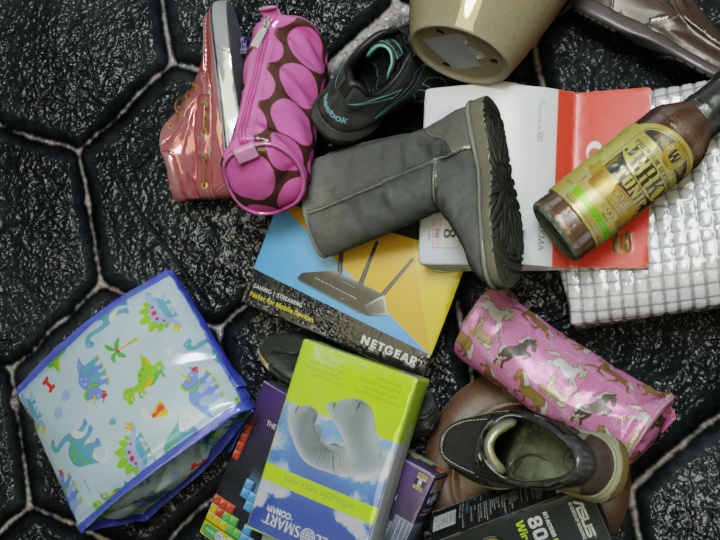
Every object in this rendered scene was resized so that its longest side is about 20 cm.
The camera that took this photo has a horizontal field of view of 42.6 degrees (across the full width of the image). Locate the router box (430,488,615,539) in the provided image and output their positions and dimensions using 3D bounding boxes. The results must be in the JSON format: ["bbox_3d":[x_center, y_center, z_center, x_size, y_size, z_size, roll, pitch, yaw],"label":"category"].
[{"bbox_3d":[0.167,0.288,0.823,0.148,0.062,0.202,-23,99,11],"label":"router box"}]

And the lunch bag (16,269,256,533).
[{"bbox_3d":[-0.211,0.125,0.906,0.200,0.127,0.171,-42,69,17],"label":"lunch bag"}]

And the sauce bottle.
[{"bbox_3d":[0.235,-0.092,0.760,0.199,0.065,0.065,-40,80,2],"label":"sauce bottle"}]

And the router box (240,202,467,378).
[{"bbox_3d":[0.000,0.000,0.910,0.197,0.051,0.151,21,89,12],"label":"router box"}]

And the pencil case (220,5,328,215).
[{"bbox_3d":[-0.082,-0.154,0.873,0.089,0.094,0.202,-6,51,11],"label":"pencil case"}]

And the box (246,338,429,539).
[{"bbox_3d":[-0.024,0.177,0.837,0.120,0.048,0.203,16,88,22],"label":"box"}]

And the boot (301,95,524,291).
[{"bbox_3d":[0.038,-0.047,0.805,0.197,0.072,0.185,-17,61,27],"label":"boot"}]

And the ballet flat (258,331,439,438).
[{"bbox_3d":[-0.016,0.116,0.909,0.197,0.057,0.067,22,50,18],"label":"ballet flat"}]

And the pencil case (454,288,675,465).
[{"bbox_3d":[0.180,0.094,0.829,0.199,0.083,0.087,36,78,26],"label":"pencil case"}]

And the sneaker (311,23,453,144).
[{"bbox_3d":[0.040,-0.191,0.862,0.075,0.079,0.200,43,61,6],"label":"sneaker"}]

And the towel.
[{"bbox_3d":[0.256,-0.057,0.840,0.163,0.085,0.204,-10,80,20],"label":"towel"}]

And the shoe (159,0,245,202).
[{"bbox_3d":[-0.162,-0.171,0.947,0.089,0.071,0.204,-7,89,9],"label":"shoe"}]

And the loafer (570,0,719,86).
[{"bbox_3d":[0.292,-0.220,0.845,0.198,0.073,0.072,32,94,12],"label":"loafer"}]

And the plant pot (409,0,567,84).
[{"bbox_3d":[0.117,-0.275,0.809,0.185,0.188,0.203,18,78,13],"label":"plant pot"}]

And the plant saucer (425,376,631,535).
[{"bbox_3d":[0.156,0.195,0.874,0.197,0.037,0.204,-1,86,12],"label":"plant saucer"}]

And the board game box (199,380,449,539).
[{"bbox_3d":[-0.037,0.224,0.890,0.198,0.057,0.168,24,94,23],"label":"board game box"}]

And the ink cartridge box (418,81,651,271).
[{"bbox_3d":[0.150,-0.084,0.817,0.197,0.057,0.166,-1,83,30],"label":"ink cartridge box"}]

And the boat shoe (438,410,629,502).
[{"bbox_3d":[0.130,0.149,0.780,0.199,0.065,0.073,-2,67,54],"label":"boat shoe"}]
